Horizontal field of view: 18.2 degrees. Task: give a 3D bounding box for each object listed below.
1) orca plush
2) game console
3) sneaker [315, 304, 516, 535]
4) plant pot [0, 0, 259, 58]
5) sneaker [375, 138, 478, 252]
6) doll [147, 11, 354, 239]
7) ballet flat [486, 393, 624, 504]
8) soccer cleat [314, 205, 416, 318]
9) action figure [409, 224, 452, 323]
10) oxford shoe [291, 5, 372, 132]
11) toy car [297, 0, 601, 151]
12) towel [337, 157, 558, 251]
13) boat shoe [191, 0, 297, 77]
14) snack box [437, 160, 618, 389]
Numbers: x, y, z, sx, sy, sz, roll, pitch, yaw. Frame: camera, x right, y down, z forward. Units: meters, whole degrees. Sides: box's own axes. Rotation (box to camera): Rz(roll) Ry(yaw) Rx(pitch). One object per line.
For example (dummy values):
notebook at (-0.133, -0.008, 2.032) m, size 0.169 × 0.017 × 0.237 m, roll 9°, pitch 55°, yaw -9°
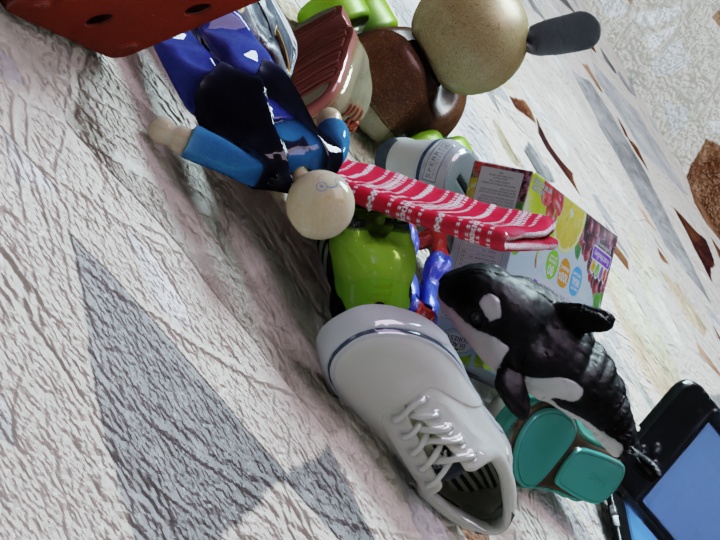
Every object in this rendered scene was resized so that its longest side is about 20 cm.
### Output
orca plush at (0.141, 0.059, 1.483) m, size 0.200 × 0.071 × 0.105 m, roll 51°, pitch 35°, yaw -10°
game console at (0.282, 0.220, 1.786) m, size 0.200 × 0.176 × 0.116 m, roll 49°, pitch -12°, yaw -33°
sneaker at (0.044, 0.090, 1.331) m, size 0.200 × 0.073 × 0.071 m, roll 44°, pitch 17°, yaw -45°
plant pot at (-0.128, -0.230, 1.222) m, size 0.200 × 0.199 × 0.177 m, roll 19°, pitch 54°, yaw -68°
sneaker at (0.067, -0.039, 1.658) m, size 0.070 × 0.073 × 0.200 m, roll 21°, pitch -24°, yaw 30°
doll at (-0.068, -0.093, 1.311) m, size 0.136 × 0.049 × 0.200 m, roll -11°, pitch 56°, yaw -41°
ballet flat at (0.123, 0.119, 1.585) m, size 0.070 × 0.068 × 0.200 m, roll 38°, pitch 3°, yaw 30°
soccer cleat at (0.000, 0.000, 1.409) m, size 0.200 × 0.067 × 0.082 m, roll -112°, pitch -153°, yaw -81°
action figure at (0.034, 0.027, 1.480) m, size 0.065 × 0.052 × 0.201 m, roll 44°, pitch 24°, yaw -28°
oxford shoe at (-0.017, -0.130, 1.598) m, size 0.075 × 0.070 × 0.200 m, roll 59°, pitch 15°, yaw -18°
toy car at (0.082, -0.178, 1.756) m, size 0.165 × 0.199 × 0.158 m, roll 60°, pitch 15°, yaw 8°
towel at (0.016, -0.050, 1.387) m, size 0.199 × 0.023 × 0.145 m, roll 19°, pitch 7°, yaw 17°
boat shoe at (-0.102, -0.184, 1.416) m, size 0.201 × 0.071 × 0.091 m, roll 52°, pitch 14°, yaw -26°
snack box at (0.119, 0.016, 1.624) m, size 0.200 × 0.053 × 0.143 m, roll 27°, pitch 78°, yaw -63°
